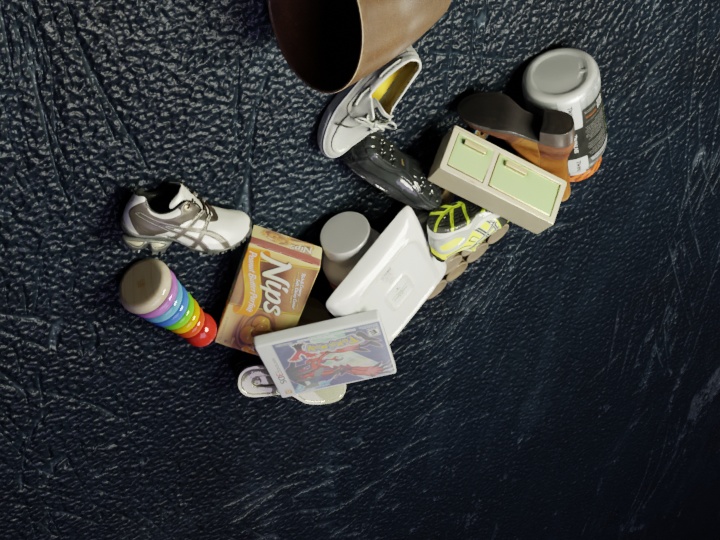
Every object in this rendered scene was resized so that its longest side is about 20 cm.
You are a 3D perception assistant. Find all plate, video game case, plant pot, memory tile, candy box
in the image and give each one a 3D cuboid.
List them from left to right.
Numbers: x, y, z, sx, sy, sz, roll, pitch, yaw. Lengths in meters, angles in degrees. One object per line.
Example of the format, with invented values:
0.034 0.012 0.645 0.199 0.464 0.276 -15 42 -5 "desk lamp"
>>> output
-0.144 0.039 1.621 0.114 0.056 0.202 17 122 -10 "candy box"
-0.052 0.134 1.642 0.196 0.023 0.183 -13 147 4 "video game case"
0.015 -0.343 1.313 0.198 0.187 0.189 -26 143 -34 "plant pot"
0.052 0.026 1.635 0.200 0.032 0.200 -50 144 -8 "plate"
0.171 -0.030 1.809 0.200 0.017 0.153 -42 159 6 "memory tile"

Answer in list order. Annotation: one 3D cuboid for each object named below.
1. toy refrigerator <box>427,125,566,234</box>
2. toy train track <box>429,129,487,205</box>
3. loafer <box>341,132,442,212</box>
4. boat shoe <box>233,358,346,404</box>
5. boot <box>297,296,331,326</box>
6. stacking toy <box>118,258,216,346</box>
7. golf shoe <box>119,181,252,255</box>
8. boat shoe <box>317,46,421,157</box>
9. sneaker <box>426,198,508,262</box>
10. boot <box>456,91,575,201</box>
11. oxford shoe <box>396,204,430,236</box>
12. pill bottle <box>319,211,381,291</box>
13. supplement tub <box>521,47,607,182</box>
0.210 -0.138 1.600 0.197 0.077 0.070 26 163 -8 "toy refrigerator"
0.170 -0.194 1.670 0.113 0.033 0.202 14 115 -35 "toy train track"
0.052 -0.144 1.602 0.070 0.069 0.199 -21 143 35 "loafer"
-0.120 0.184 1.780 0.197 0.067 0.073 8 94 -21 "boat shoe"
-0.088 0.120 1.771 0.199 0.072 0.144 16 132 -32 "boot"
-0.276 0.062 1.570 0.085 0.086 0.200 -36 145 2 "stacking toy"
-0.235 -0.076 1.460 0.197 0.078 0.095 -6 133 -33 "golf shoe"
0.019 -0.228 1.480 0.202 0.086 0.074 -49 139 16 "boat shoe"
0.182 -0.078 1.667 0.198 0.075 0.077 -20 134 -28 "sneaker"
0.244 -0.190 1.638 0.185 0.070 0.201 8 155 11 "boot"
0.110 -0.065 1.737 0.075 0.058 0.200 -45 155 3 "oxford shoe"
0.000 0.000 1.675 0.111 0.113 0.201 -31 140 -4 "pill bottle"
0.327 -0.241 1.658 0.121 0.123 0.201 -30 140 -5 "supplement tub"
